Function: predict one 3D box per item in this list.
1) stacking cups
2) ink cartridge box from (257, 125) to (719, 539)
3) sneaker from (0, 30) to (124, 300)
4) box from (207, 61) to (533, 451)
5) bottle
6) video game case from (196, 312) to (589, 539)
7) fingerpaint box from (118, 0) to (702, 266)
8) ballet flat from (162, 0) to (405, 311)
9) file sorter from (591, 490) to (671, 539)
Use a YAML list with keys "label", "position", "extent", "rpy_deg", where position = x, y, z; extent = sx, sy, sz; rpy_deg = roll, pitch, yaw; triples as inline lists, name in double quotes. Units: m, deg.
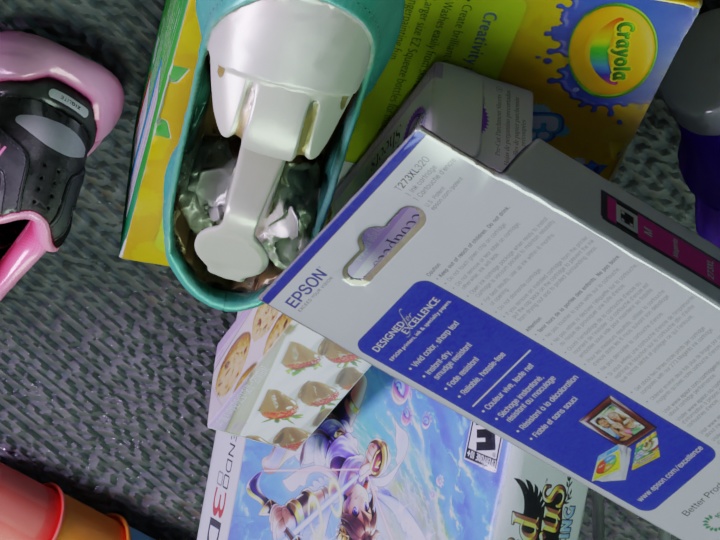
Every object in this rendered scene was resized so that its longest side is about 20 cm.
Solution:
- label: "stacking cups"
  position: [-0.109, 0.143, 1.337]
  extent: [0.060, 0.061, 0.200]
  rpy_deg: [-27, 131, 36]
- label: "ink cartridge box"
  position: [0.074, 0.020, 0.934]
  extent: [0.199, 0.037, 0.095]
  rpy_deg: [29, 128, -21]
- label: "sneaker"
  position: [-0.166, -0.009, 1.078]
  extent: [0.079, 0.096, 0.200]
  rpy_deg: [22, 142, -29]
- label: "box"
  position: [0.000, 0.000, 0.998]
  extent: [0.038, 0.042, 0.200]
  rpy_deg: [16, 144, -19]
- label: "bottle"
  position: [0.169, -0.023, 1.060]
  extent: [0.083, 0.066, 0.200]
  rpy_deg: [-15, 141, 23]
- label: "video game case"
  position: [0.005, 0.103, 1.077]
  extent: [0.045, 0.183, 0.200]
  rpy_deg: [5, -171, -33]
- label: "fingerpaint box"
  position: [0.013, -0.073, 0.991]
  extent: [0.166, 0.074, 0.200]
  rpy_deg: [9, 145, -8]
- label: "ballet flat"
  position: [-0.026, -0.051, 0.899]
  extent: [0.067, 0.071, 0.200]
  rpy_deg: [8, 145, -6]
- label: "file sorter"
  position: [0.049, 0.139, 1.170]
  extent: [0.138, 0.126, 0.200]
  rpy_deg: [-1, -179, -33]
